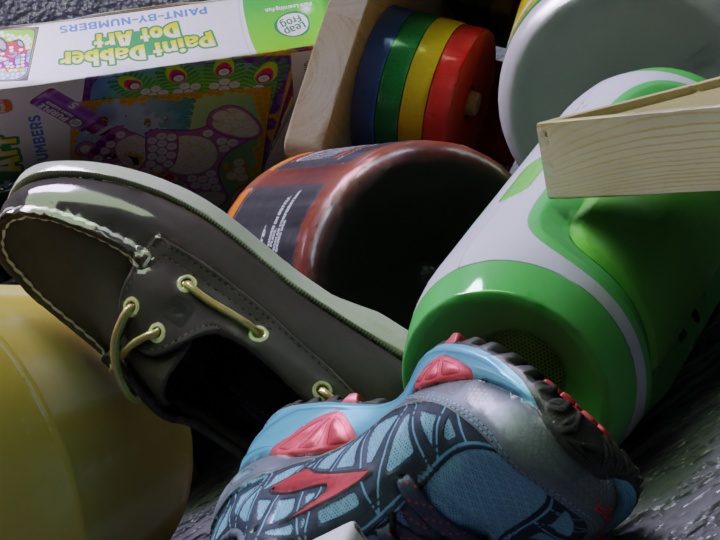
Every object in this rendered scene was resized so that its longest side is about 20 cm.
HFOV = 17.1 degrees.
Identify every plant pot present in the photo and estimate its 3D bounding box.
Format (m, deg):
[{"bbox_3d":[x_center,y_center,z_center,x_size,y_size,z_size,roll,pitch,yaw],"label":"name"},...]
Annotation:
[{"bbox_3d":[-0.168,0.085,0.922,0.200,0.201,0.189,-25,-2,30],"label":"plant pot"}]

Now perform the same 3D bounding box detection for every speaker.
[{"bbox_3d":[0.084,-0.003,0.854,0.088,0.089,0.200,-25,13,32],"label":"speaker"}]

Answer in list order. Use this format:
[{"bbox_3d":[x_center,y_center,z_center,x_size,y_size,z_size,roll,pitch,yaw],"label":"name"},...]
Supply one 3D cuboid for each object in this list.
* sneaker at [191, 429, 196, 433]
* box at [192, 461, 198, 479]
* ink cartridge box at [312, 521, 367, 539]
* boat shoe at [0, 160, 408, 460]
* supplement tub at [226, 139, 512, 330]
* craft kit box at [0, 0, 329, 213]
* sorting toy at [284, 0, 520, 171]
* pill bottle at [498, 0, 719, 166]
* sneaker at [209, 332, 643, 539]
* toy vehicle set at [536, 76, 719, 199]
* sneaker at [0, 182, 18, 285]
[{"bbox_3d":[-0.083,0.017,1.124,0.083,0.072,0.200,-64,-1,7],"label":"sneaker"},{"bbox_3d":[-0.185,0.116,1.070,0.200,0.032,0.121,-39,44,-24],"label":"box"},{"bbox_3d":[-0.074,0.162,0.585,0.200,0.084,0.145,-28,12,19],"label":"ink cartridge box"},{"bbox_3d":[-0.055,0.026,0.879,0.061,0.201,0.072,-51,-16,-46],"label":"boat shoe"},{"bbox_3d":[0.000,0.000,1.005,0.107,0.107,0.200,-35,11,-13],"label":"supplement tub"},{"bbox_3d":[-0.106,-0.051,1.189,0.197,0.200,0.049,-6,55,-2],"label":"craft kit box"},{"bbox_3d":[0.048,-0.116,1.163,0.200,0.069,0.199,44,-117,-72],"label":"sorting toy"},{"bbox_3d":[0.123,-0.097,1.077,0.113,0.113,0.200,-29,11,15],"label":"pill bottle"},{"bbox_3d":[0.011,0.087,0.748,0.096,0.079,0.200,-53,14,-28],"label":"sneaker"},{"bbox_3d":[0.174,-0.059,0.799,0.200,0.027,0.124,-16,8,-32],"label":"toy vehicle set"},{"bbox_3d":[-0.192,-0.001,1.123,0.200,0.075,0.078,-27,-14,7],"label":"sneaker"}]
